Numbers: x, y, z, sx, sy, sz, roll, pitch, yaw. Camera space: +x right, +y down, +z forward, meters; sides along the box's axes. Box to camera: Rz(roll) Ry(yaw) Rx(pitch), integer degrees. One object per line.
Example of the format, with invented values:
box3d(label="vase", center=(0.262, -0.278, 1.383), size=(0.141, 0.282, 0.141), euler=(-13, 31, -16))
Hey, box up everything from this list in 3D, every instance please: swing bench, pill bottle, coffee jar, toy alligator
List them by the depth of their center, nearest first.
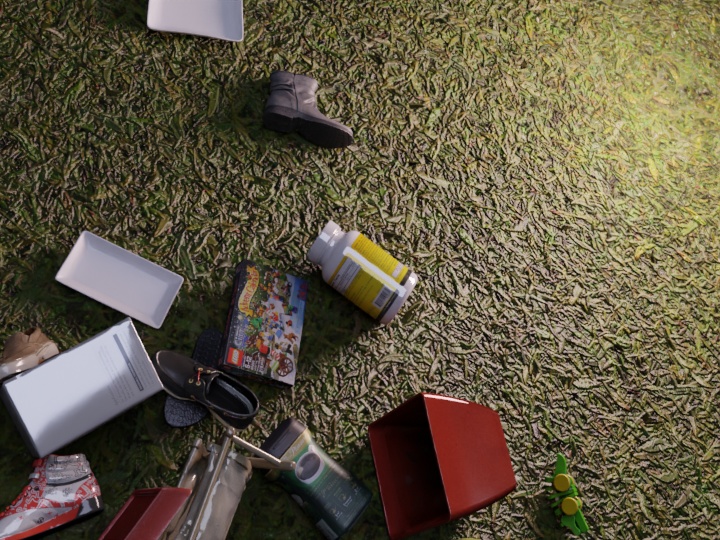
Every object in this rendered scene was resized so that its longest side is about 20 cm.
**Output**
box3d(label="swing bench", center=(-0.224, 0.364, 1.264), size=(0.129, 0.198, 0.202), euler=(33, 58, -24))
box3d(label="coffee jar", center=(-0.080, 0.344, 1.394), size=(0.200, 0.085, 0.104), euler=(44, 64, 4))
box3d(label="toy alligator", center=(0.375, 0.438, 1.524), size=(0.053, 0.059, 0.204), euler=(-22, 71, 19))
box3d(label="pill bottle", center=(0.000, 0.000, 1.564), size=(0.198, 0.113, 0.113), euler=(36, 60, 1))

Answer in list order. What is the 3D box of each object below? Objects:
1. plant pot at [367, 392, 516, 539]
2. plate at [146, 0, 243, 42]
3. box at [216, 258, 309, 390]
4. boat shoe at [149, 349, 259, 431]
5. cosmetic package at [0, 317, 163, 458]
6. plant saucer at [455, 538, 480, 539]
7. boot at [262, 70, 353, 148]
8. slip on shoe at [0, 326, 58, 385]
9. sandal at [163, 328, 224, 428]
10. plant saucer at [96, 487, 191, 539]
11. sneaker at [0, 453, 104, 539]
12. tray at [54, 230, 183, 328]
box3d(label="plant pot", center=(0.148, 0.327, 1.425), size=(0.173, 0.200, 0.204), euler=(0, 66, -29))
box3d(label="plate", center=(-0.344, -0.565, 1.757), size=(0.194, 0.032, 0.205), euler=(3, 65, -16))
box3d(label="box", center=(-0.170, 0.095, 1.490), size=(0.134, 0.038, 0.204), euler=(20, 60, -24))
box3d(label="boat shoe", center=(-0.254, 0.186, 1.374), size=(0.199, 0.063, 0.074), euler=(33, 46, -4))
box3d(label="cosmetic package", center=(-0.428, 0.182, 1.277), size=(0.197, 0.199, 0.125), euler=(-28, 92, -27))
box3d(label="plant saucer", center=(0.196, 0.557, 1.419), size=(0.195, 0.031, 0.205), euler=(7, 64, -15))
box3d(label="boot", center=(-0.098, -0.337, 1.716), size=(0.196, 0.070, 0.134), euler=(19, 56, -14))
box3d(label="slip on shoe", center=(-0.524, 0.128, 1.287), size=(0.075, 0.200, 0.062), euler=(-28, 95, 5))
box3d(label="sandal", center=(-0.277, 0.189, 1.431), size=(0.074, 0.045, 0.202), euler=(28, 46, -10))
box3d(label="plant saucer", center=(-0.345, 0.392, 1.218), size=(0.037, 0.199, 0.201), euler=(44, 60, -12))
box3d(label="sneaker", center=(-0.497, 0.347, 1.267), size=(0.198, 0.067, 0.110), euler=(-16, 71, -28))
box3d(label="tray", center=(-0.419, 0.018, 1.469), size=(0.197, 0.022, 0.109), euler=(26, 62, -6))
